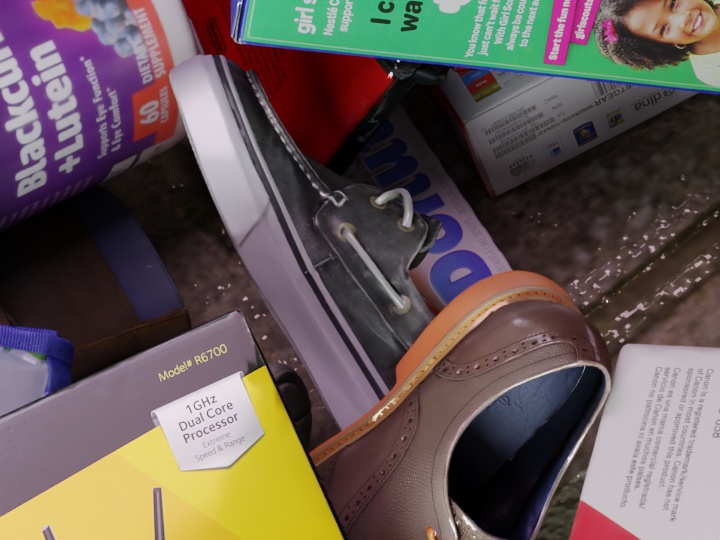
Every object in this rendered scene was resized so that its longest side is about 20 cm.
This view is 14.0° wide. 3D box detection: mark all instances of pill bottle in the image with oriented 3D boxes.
[{"bbox_3d":[-0.171,-0.062,1.148,0.200,0.112,0.111,-29,44,-29],"label":"pill bottle"}]

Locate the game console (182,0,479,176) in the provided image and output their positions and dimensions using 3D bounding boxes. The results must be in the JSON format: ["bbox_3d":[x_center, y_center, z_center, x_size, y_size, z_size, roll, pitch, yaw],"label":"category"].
[{"bbox_3d":[0.014,-0.113,1.201,0.172,0.119,0.200,-51,40,27],"label":"game console"}]

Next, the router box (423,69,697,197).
[{"bbox_3d":[0.104,-0.145,1.236,0.200,0.049,0.180,-27,47,-1],"label":"router box"}]

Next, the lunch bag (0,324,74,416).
[{"bbox_3d":[-0.208,0.102,1.086,0.200,0.127,0.170,2,75,17],"label":"lunch bag"}]

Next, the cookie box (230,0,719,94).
[{"bbox_3d":[0.053,-0.153,1.114,0.200,0.075,0.171,5,42,-8],"label":"cookie box"}]

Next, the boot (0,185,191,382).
[{"bbox_3d":[-0.145,-0.005,1.225,0.097,0.075,0.200,-14,39,-19],"label":"boot"}]

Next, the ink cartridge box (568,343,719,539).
[{"bbox_3d":[0.175,0.107,0.971,0.200,0.084,0.144,2,52,24],"label":"ink cartridge box"}]

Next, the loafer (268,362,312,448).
[{"bbox_3d":[-0.081,0.117,1.076,0.063,0.072,0.200,8,54,27],"label":"loafer"}]

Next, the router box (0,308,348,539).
[{"bbox_3d":[-0.099,0.123,0.983,0.200,0.051,0.149,-25,76,-1],"label":"router box"}]

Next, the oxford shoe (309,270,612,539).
[{"bbox_3d":[0.013,0.091,1.021,0.200,0.071,0.073,-55,25,7],"label":"oxford shoe"}]

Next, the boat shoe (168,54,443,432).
[{"bbox_3d":[0.000,0.000,1.092,0.071,0.072,0.200,-30,91,2],"label":"boat shoe"}]

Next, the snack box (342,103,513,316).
[{"bbox_3d":[-0.003,-0.032,1.201,0.072,0.024,0.200,-28,47,-4],"label":"snack box"}]
